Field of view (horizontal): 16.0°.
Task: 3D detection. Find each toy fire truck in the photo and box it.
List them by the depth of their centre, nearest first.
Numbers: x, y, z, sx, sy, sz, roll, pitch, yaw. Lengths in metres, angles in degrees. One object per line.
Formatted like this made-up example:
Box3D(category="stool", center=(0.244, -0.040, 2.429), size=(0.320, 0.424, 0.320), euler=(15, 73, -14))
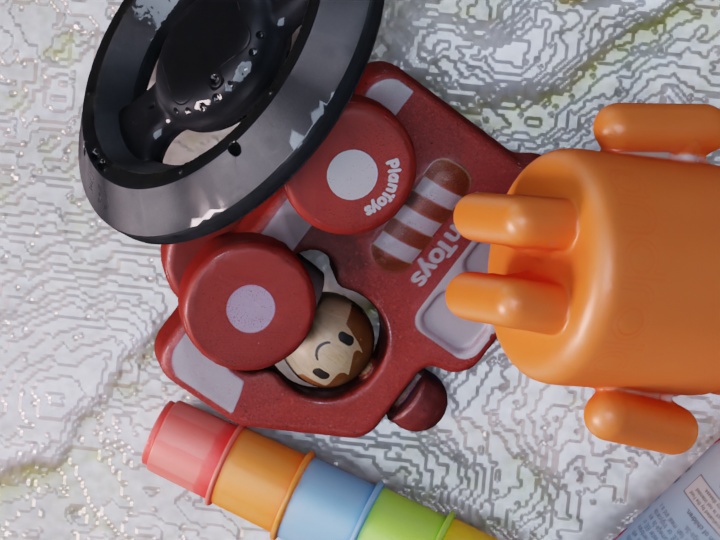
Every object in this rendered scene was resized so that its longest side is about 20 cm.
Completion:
Box3D(category="toy fire truck", center=(0.000, 0.000, 1.288), size=(0.168, 0.112, 0.200), euler=(34, 97, -17))

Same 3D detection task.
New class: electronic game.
Box3D(category="electronic game", center=(-0.066, -0.104, 1.253), size=(0.042, 0.200, 0.200), euler=(34, 99, -38))

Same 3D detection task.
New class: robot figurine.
Box3D(category="robot figurine", center=(0.141, 0.004, 1.242), size=(0.199, 0.117, 0.144), euler=(5, 53, -27))

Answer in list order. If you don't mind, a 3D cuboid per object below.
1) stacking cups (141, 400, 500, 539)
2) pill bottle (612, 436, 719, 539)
Box3D(category="stacking cups", center=(-0.015, 0.123, 1.323), size=(0.200, 0.061, 0.061), euler=(26, 97, 9))
Box3D(category="pill bottle", center=(0.168, 0.169, 1.274), size=(0.200, 0.109, 0.109), euler=(-44, 89, 7))
